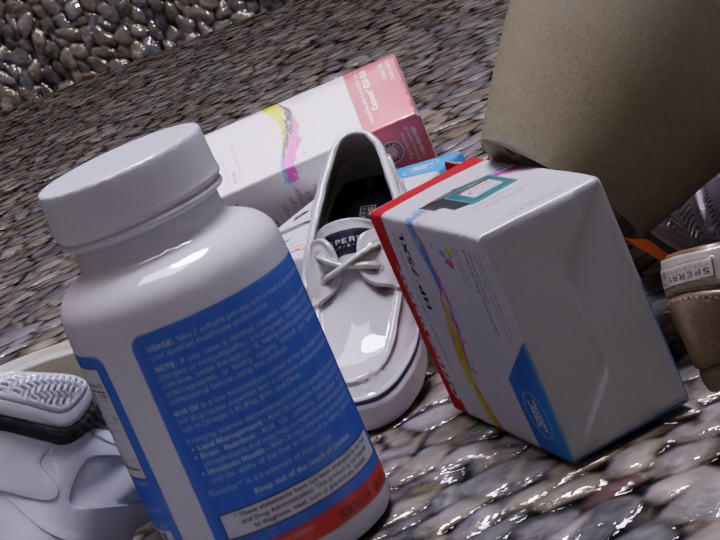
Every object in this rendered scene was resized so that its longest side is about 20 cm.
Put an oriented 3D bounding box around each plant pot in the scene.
[{"bbox_3d":[0.147,-0.125,1.101,0.201,0.187,0.187,-58,18,-5],"label":"plant pot"}]

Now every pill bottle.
[{"bbox_3d":[-0.072,0.039,1.046,0.111,0.201,0.112,-21,13,5],"label":"pill bottle"}]

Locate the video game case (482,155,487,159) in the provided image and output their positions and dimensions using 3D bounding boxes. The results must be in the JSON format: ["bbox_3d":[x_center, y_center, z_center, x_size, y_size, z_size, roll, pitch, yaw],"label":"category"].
[{"bbox_3d":[0.167,-0.091,1.575,0.199,0.018,0.143,-10,19,45],"label":"video game case"}]

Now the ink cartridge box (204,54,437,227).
[{"bbox_3d":[-0.044,-0.053,1.540,0.199,0.117,0.068,-23,48,3],"label":"ink cartridge box"}]

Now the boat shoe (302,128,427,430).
[{"bbox_3d":[0.000,0.000,1.241,0.071,0.066,0.201,-7,41,14],"label":"boat shoe"}]

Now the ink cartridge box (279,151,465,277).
[{"bbox_3d":[-0.011,0.002,1.394,0.115,0.068,0.200,-16,15,32],"label":"ink cartridge box"}]

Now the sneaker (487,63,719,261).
[{"bbox_3d":[0.140,-0.034,1.268,0.077,0.113,0.200,-15,42,-27],"label":"sneaker"}]

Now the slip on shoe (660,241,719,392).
[{"bbox_3d":[0.218,0.008,0.993,0.199,0.061,0.076,-10,-6,-38],"label":"slip on shoe"}]

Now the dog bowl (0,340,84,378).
[{"bbox_3d":[-0.198,0.110,1.275,0.199,0.074,0.200,-22,13,5],"label":"dog bowl"}]

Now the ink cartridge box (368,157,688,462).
[{"bbox_3d":[0.071,0.013,1.092,0.067,0.117,0.200,-27,12,-13],"label":"ink cartridge box"}]

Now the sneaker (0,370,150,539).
[{"bbox_3d":[-0.121,0.116,1.121,0.199,0.116,0.075,11,-12,-39],"label":"sneaker"}]
